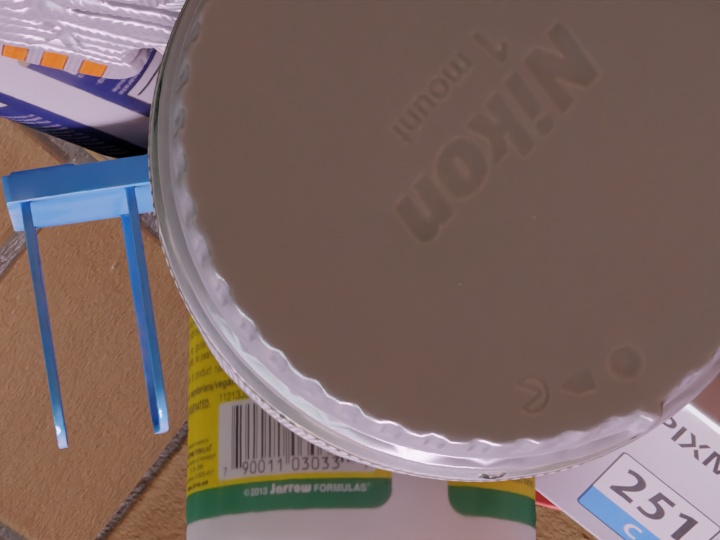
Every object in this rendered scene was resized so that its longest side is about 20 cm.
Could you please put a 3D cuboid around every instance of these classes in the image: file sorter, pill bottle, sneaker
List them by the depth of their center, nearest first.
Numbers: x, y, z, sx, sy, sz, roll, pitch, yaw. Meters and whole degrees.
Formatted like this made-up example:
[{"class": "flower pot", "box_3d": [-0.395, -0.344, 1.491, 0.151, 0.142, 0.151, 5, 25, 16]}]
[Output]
[{"class": "sneaker", "box_3d": [-0.079, -0.125, 0.760, 0.077, 0.112, 0.200, 12, 176, -14]}, {"class": "pill bottle", "box_3d": [0.000, 0.000, 0.831, 0.113, 0.200, 0.113, -1, 169, 0]}, {"class": "pill bottle", "box_3d": [-0.116, -0.111, 1.138, 0.111, 0.111, 0.200, 34, -172, 35]}, {"class": "file sorter", "box_3d": [-0.055, 0.007, 1.178, 0.139, 0.200, 0.123, 142, 119, -82]}]

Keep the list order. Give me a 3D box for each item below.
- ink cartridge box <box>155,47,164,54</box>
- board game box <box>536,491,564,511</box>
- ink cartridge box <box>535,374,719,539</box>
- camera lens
[{"class": "ink cartridge box", "box_3d": [-0.014, -0.080, 1.025, 0.200, 0.067, 0.116, 39, 175, -25]}, {"class": "board game box", "box_3d": [0.129, 0.073, 0.948, 0.200, 0.040, 0.153, 13, -177, 20]}, {"class": "ink cartridge box", "box_3d": [0.166, 0.073, 0.781, 0.200, 0.045, 0.176, 38, 144, 3]}, {"class": "camera lens", "box_3d": [0.026, -0.026, 0.672, 0.160, 0.160, 0.200, 38, 176, 1]}]
